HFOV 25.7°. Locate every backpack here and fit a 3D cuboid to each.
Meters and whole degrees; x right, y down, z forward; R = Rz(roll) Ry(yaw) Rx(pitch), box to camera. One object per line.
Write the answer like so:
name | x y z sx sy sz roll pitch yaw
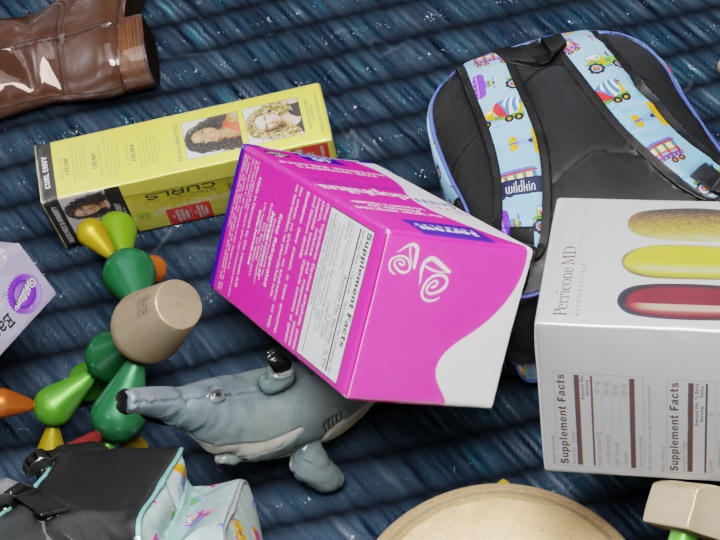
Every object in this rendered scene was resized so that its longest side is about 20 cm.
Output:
backpack | -0.123 0.209 0.869 0.153 0.176 0.201 3 99 -1
backpack | 0.137 -0.052 1.012 0.182 0.135 0.200 -18 53 -5

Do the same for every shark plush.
shark plush | -0.066 0.068 0.955 0.083 0.200 0.091 -47 46 32

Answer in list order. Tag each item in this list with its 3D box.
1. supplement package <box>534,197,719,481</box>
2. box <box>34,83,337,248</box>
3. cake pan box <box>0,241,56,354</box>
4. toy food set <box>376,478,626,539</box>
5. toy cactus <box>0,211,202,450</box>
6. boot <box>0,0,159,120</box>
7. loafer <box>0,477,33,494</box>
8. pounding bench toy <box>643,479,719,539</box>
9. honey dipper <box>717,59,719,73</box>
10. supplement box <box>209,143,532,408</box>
supplement package | 0.199 0.038 0.843 0.199 0.110 0.114 2 39 13
box | -0.117 -0.071 1.085 0.200 0.075 0.050 -12 64 -2
cake pan box | -0.310 0.054 0.991 0.184 0.052 0.200 5 47 42
toy food set | 0.087 0.219 0.924 0.198 0.049 0.200 -38 65 -14
toy cactus | -0.154 0.040 0.984 0.102 0.165 0.200 24 59 -22
boot | -0.258 -0.191 1.174 0.200 0.064 0.187 -13 59 5
loafer | -0.260 0.150 0.986 0.200 0.072 0.063 17 73 16
pounding bench toy | 0.188 0.228 0.825 0.200 0.124 0.156 45 73 -3
honey dipper | 0.286 -0.060 1.060 0.038 0.038 0.200 -12 66 0
supplement box | 0.000 0.000 0.949 0.101 0.104 0.200 6 16 -31
